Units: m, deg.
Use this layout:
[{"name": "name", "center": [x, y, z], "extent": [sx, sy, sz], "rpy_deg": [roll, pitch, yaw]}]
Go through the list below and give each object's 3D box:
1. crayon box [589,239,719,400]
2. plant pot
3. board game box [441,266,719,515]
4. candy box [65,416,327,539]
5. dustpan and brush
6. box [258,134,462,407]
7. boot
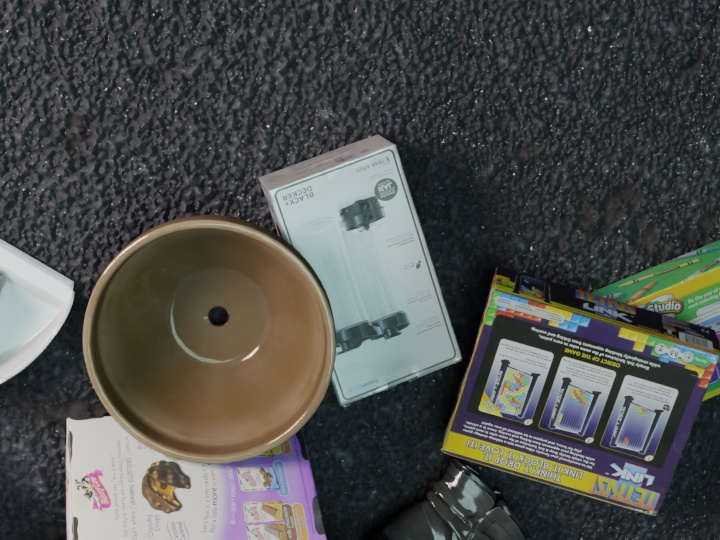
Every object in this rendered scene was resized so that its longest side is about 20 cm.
[{"name": "crayon box", "center": [0.306, 0.049, 1.287], "extent": [0.199, 0.058, 0.119], "rpy_deg": [-21, 107, -7]}, {"name": "plant pot", "center": [-0.119, 0.047, 1.160], "extent": [0.200, 0.093, 0.202], "rpy_deg": [0, 105, -1]}, {"name": "board game box", "center": [0.188, 0.105, 1.230], "extent": [0.199, 0.057, 0.166], "rpy_deg": [17, 114, 2]}, {"name": "candy box", "center": [-0.138, 0.198, 1.158], "extent": [0.199, 0.168, 0.072], "rpy_deg": [-1, 129, -13]}, {"name": "dustpan and brush", "center": [-0.335, 0.068, 1.140], "extent": [0.139, 0.057, 0.200], "rpy_deg": [32, 95, -18]}, {"name": "box", "center": [0.000, 0.000, 1.202], "extent": [0.116, 0.060, 0.201], "rpy_deg": [-22, 107, -7]}, {"name": "boot", "center": [0.106, 0.278, 1.296], "extent": [0.131, 0.070, 0.200], "rpy_deg": [-38, 113, -7]}]
